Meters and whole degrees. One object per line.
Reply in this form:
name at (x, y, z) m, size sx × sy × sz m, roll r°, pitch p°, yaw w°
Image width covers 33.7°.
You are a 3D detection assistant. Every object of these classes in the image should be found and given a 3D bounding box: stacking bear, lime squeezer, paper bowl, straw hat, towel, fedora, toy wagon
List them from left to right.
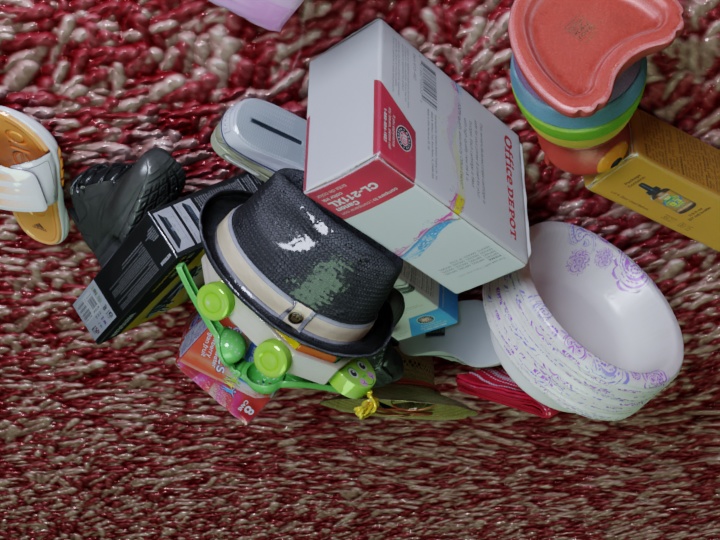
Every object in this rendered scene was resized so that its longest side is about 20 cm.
lime squeezer at (-0.098, 0.073, 1.069) m, size 0.200 × 0.038 × 0.071 m, roll 36°, pitch 144°, yaw -9°
toy wagon at (-0.050, 0.045, 1.047) m, size 0.200 × 0.155 × 0.040 m, roll 44°, pitch 118°, yaw 7°
fedora at (-0.035, -0.022, 1.018) m, size 0.200 × 0.201 × 0.092 m, roll 24°, pitch 122°, yaw -30°
straw hat at (0.048, 0.125, 1.414) m, size 0.200 × 0.085 × 0.201 m, roll 5°, pitch 167°, yaw 1°
towel at (0.218, 0.107, 1.281) m, size 0.200 × 0.023 × 0.144 m, roll -18°, pitch -162°, yaw -34°
paper bowl at (0.208, 0.057, 1.168) m, size 0.200 × 0.201 × 0.104 m, roll 18°, pitch 133°, yaw -23°
stacking bear at (0.178, -0.143, 0.951) m, size 0.121 × 0.114 × 0.200 m, roll -42°, pitch 157°, yaw -7°

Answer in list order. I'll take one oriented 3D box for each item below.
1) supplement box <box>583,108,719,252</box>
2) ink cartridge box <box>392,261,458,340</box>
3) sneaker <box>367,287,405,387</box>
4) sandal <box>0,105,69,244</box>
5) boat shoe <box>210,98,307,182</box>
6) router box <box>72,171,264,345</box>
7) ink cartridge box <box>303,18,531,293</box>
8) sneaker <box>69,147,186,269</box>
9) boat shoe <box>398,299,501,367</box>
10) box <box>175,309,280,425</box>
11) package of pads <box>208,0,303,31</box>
supplement box at (0.297, -0.079, 1.084) m, size 0.200 × 0.069 × 0.067 m, roll 20°, pitch 144°, yaw -28°
ink cartridge box at (0.000, 0.000, 1.230) m, size 0.116 × 0.068 × 0.200 m, roll -19°, pitch 143°, yaw 32°
sneaker at (0.011, 0.076, 1.225) m, size 0.104 × 0.060 × 0.200 m, roll 30°, pitch 147°, yaw -24°
sandal at (-0.321, -0.073, 1.126) m, size 0.079 × 0.059 × 0.207 m, roll 15°, pitch 146°, yaw 11°
boat shoe at (-0.044, -0.097, 1.094) m, size 0.200 × 0.072 × 0.062 m, roll 29°, pitch 158°, yaw -23°
router box at (-0.171, -0.016, 1.149) m, size 0.157 × 0.052 × 0.200 m, roll -29°, pitch 172°, yaw -41°
ink cartridge box at (0.050, -0.090, 1.005) m, size 0.083 × 0.146 × 0.200 m, roll -25°, pitch 139°, yaw 34°
sneaker at (-0.232, -0.067, 1.122) m, size 0.091 × 0.076 × 0.200 m, roll 48°, pitch 143°, yaw 0°
boat shoe at (0.120, 0.073, 1.304) m, size 0.066 × 0.072 × 0.200 m, roll 6°, pitch 171°, yaw -34°
box at (-0.116, 0.067, 1.201) m, size 0.095 × 0.200 × 0.100 m, roll 43°, pitch 93°, yaw -10°
package of pads at (-0.057, -0.258, 0.812) m, size 0.120 × 0.076 × 0.200 m, roll 18°, pitch 145°, yaw -28°
